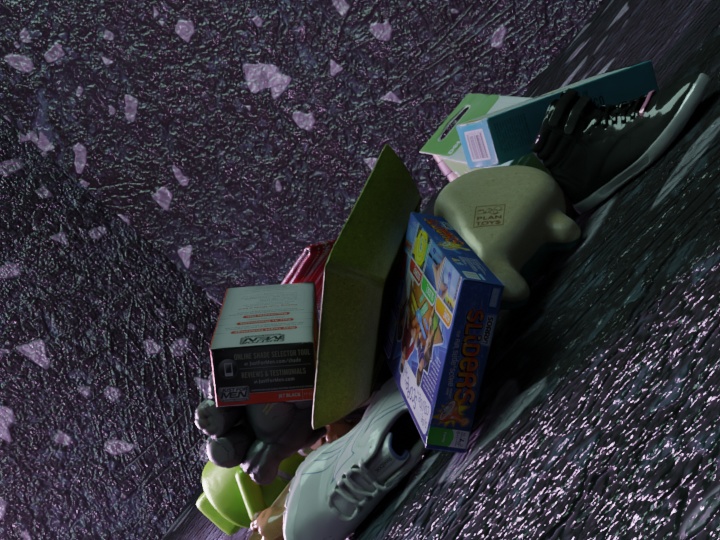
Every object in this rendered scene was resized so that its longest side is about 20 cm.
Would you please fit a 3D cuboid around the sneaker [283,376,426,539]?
[{"bbox_3d":[0.002,0.171,0.973,0.201,0.074,0.087,-51,7,-1],"label":"sneaker"}]

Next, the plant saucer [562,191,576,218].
[{"bbox_3d":[0.215,-0.079,1.227,0.201,0.029,0.200,-50,2,2],"label":"plant saucer"}]

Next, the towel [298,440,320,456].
[{"bbox_3d":[0.021,0.136,1.312,0.199,0.031,0.149,-38,6,29],"label":"towel"}]

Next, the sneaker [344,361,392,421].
[{"bbox_3d":[0.021,0.096,1.135,0.200,0.074,0.108,141,135,-72],"label":"sneaker"}]

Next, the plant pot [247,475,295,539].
[{"bbox_3d":[-0.073,0.273,1.297,0.201,0.027,0.200,-51,3,4],"label":"plant pot"}]

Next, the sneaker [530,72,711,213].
[{"bbox_3d":[0.229,-0.137,1.029,0.071,0.099,0.200,-49,3,-38],"label":"sneaker"}]

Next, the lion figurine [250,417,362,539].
[{"bbox_3d":[-0.052,0.230,1.131,0.201,0.072,0.122,-56,0,5],"label":"lion figurine"}]

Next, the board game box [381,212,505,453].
[{"bbox_3d":[0.062,0.043,0.915,0.200,0.034,0.137,-116,36,-70],"label":"board game box"}]

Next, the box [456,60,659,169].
[{"bbox_3d":[0.205,-0.161,1.155,0.198,0.050,0.082,-21,8,-16],"label":"box"}]

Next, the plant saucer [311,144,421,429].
[{"bbox_3d":[0.011,0.019,1.039,0.201,0.047,0.202,-65,-14,-50],"label":"plant saucer"}]

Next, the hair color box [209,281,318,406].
[{"bbox_3d":[-0.092,0.070,1.122,0.200,0.100,0.062,-95,1,-75],"label":"hair color box"}]

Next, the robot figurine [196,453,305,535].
[{"bbox_3d":[-0.135,0.263,1.499,0.200,0.115,0.175,-49,-2,20],"label":"robot figurine"}]

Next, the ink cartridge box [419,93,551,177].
[{"bbox_3d":[0.163,-0.147,1.305,0.104,0.059,0.199,-51,27,-9],"label":"ink cartridge box"}]

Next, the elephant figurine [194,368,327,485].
[{"bbox_3d":[-0.087,0.136,1.230,0.200,0.153,0.144,-27,-48,-67],"label":"elephant figurine"}]

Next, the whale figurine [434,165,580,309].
[{"bbox_3d":[0.130,-0.015,1.052,0.157,0.105,0.201,-5,35,14],"label":"whale figurine"}]

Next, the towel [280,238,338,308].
[{"bbox_3d":[0.000,0.000,1.274,0.198,0.023,0.145,-11,-27,-34],"label":"towel"}]

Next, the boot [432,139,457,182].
[{"bbox_3d":[0.149,-0.106,1.426,0.200,0.146,0.070,-49,1,19],"label":"boot"}]
